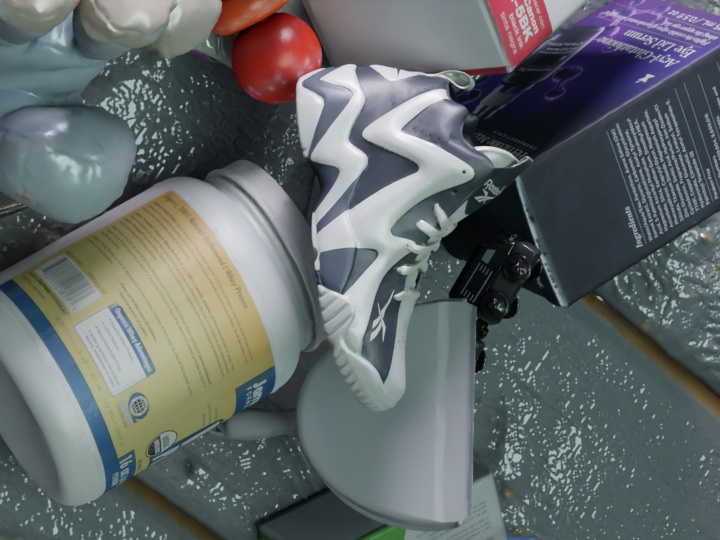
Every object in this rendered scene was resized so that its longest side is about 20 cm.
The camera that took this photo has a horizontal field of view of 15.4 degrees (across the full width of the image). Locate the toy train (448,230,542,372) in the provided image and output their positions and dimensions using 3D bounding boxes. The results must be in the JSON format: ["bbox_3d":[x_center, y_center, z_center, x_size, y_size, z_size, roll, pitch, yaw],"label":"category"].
[{"bbox_3d":[0.046,0.062,1.647,0.201,0.046,0.034,-59,164,12],"label":"toy train"}]

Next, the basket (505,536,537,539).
[{"bbox_3d":[0.081,0.286,1.693,0.200,0.138,0.177,-46,131,-62],"label":"basket"}]

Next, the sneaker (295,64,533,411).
[{"bbox_3d":[0.040,-0.025,1.537,0.129,0.079,0.200,-8,83,9],"label":"sneaker"}]

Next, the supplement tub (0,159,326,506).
[{"bbox_3d":[-0.126,0.034,1.594,0.199,0.145,0.145,-30,117,-19],"label":"supplement tub"}]

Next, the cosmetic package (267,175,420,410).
[{"bbox_3d":[0.000,0.000,1.695,0.050,0.082,0.201,7,101,-31],"label":"cosmetic package"}]

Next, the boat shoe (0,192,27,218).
[{"bbox_3d":[-0.261,-0.054,1.542,0.199,0.059,0.072,0,103,-30],"label":"boat shoe"}]

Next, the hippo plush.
[{"bbox_3d":[-0.191,-0.115,1.474,0.159,0.200,0.162,3,111,-49],"label":"hippo plush"}]

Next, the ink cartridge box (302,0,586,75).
[{"bbox_3d":[0.080,-0.199,1.612,0.200,0.146,0.083,-43,119,-36],"label":"ink cartridge box"}]

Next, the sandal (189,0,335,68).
[{"bbox_3d":[-0.090,-0.161,1.622,0.202,0.050,0.083,16,80,-20],"label":"sandal"}]

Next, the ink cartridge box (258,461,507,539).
[{"bbox_3d":[0.031,0.239,1.776,0.146,0.084,0.201,-24,115,-24],"label":"ink cartridge box"}]

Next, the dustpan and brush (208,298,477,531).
[{"bbox_3d":[-0.015,0.091,1.637,0.057,0.199,0.141,24,66,-66],"label":"dustpan and brush"}]

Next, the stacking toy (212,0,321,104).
[{"bbox_3d":[-0.086,-0.189,1.564,0.085,0.085,0.201,-30,101,-20],"label":"stacking toy"}]

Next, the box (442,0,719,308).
[{"bbox_3d":[0.154,-0.081,1.722,0.199,0.148,0.105,-32,117,-20],"label":"box"}]
